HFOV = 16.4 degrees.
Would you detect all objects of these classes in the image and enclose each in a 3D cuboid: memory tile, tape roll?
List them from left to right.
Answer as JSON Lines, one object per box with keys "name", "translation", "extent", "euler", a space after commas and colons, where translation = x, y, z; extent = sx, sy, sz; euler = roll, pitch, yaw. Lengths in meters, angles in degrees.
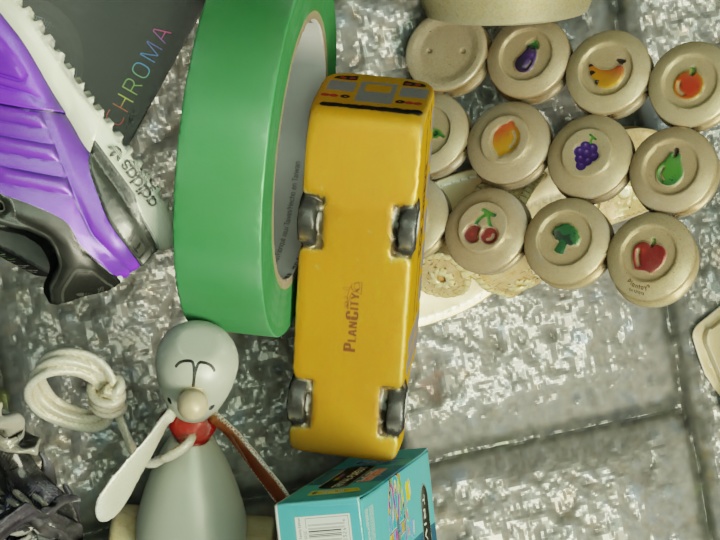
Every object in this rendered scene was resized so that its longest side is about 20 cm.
{"name": "tape roll", "translation": [-0.054, -0.066, 1.327], "extent": [0.048, 0.200, 0.201], "euler": [7, 89, 7]}
{"name": "memory tile", "translation": [0.105, -0.066, 1.391], "extent": [0.200, 0.017, 0.154], "euler": [10, 78, 27]}

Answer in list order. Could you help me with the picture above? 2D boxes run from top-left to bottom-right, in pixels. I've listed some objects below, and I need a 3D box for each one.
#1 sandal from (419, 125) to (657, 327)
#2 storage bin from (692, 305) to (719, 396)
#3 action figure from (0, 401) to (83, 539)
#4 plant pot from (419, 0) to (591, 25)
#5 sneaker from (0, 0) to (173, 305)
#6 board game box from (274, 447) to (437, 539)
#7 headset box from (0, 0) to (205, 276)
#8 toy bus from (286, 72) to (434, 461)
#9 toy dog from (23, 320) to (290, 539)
{"name": "sandal", "translation": [0.094, -0.027, 1.427], "extent": [0.211, 0.070, 0.078], "euler": [-25, 102, -12]}
{"name": "storage bin", "translation": [0.311, 0.023, 1.417], "extent": [0.198, 0.200, 0.094], "euler": [-38, 101, -10]}
{"name": "action figure", "translation": [-0.205, 0.110, 1.295], "extent": [0.102, 0.119, 0.200], "euler": [-28, 102, -23]}
{"name": "plant pot", "translation": [0.077, -0.241, 1.383], "extent": [0.187, 0.187, 0.200], "euler": [-5, 105, -13]}
{"name": "sneaker", "translation": [-0.184, -0.068, 1.267], "extent": [0.099, 0.070, 0.200], "euler": [-38, 97, -9]}
{"name": "board game box", "translation": [0.005, 0.184, 1.345], "extent": [0.047, 0.200, 0.151], "euler": [-5, 92, 11]}
{"name": "headset box", "translation": [-0.214, -0.118, 1.344], "extent": [0.200, 0.093, 0.174], "euler": [30, 83, -11]}
{"name": "toy bus", "translation": [0.000, 0.000, 1.366], "extent": [0.065, 0.078, 0.200], "euler": [6, 113, 5]}
{"name": "toy dog", "translation": [-0.094, 0.128, 1.331], "extent": [0.132, 0.096, 0.200], "euler": [-13, 132, 12]}
